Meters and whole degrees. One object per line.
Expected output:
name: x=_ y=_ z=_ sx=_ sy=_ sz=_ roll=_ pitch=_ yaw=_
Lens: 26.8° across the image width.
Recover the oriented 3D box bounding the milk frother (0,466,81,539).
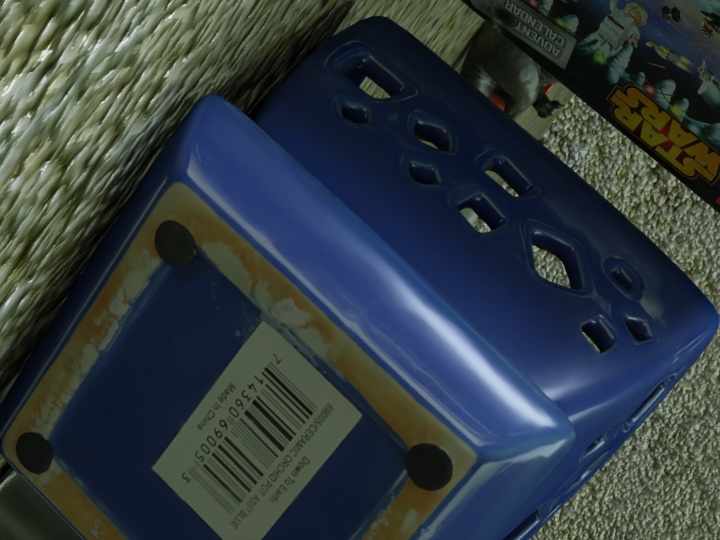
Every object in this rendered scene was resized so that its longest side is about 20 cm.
milk frother: x=-0.115 y=0.193 z=0.768 sx=0.200 sy=0.188 sz=0.180 roll=-53 pitch=174 yaw=34

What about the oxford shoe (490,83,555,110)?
oxford shoe: x=0.156 y=-0.200 z=1.127 sx=0.200 sy=0.071 sz=0.073 roll=-43 pitch=-172 yaw=-3

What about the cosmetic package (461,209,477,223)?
cosmetic package: x=0.000 y=0.000 z=1.026 sx=0.113 sy=0.081 sz=0.200 roll=-55 pitch=173 yaw=32

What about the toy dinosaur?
toy dinosaur: x=0.125 y=-0.149 z=1.049 sx=0.198 sy=0.103 sz=0.077 roll=-16 pitch=-150 yaw=16

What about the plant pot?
plant pot: x=-0.010 y=0.041 z=0.587 sx=0.200 sy=0.200 sz=0.180 roll=-52 pitch=169 yaw=27

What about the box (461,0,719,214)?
box: x=0.121 y=-0.110 z=0.583 sx=0.040 sy=0.200 sz=0.137 roll=-47 pitch=174 yaw=-29
